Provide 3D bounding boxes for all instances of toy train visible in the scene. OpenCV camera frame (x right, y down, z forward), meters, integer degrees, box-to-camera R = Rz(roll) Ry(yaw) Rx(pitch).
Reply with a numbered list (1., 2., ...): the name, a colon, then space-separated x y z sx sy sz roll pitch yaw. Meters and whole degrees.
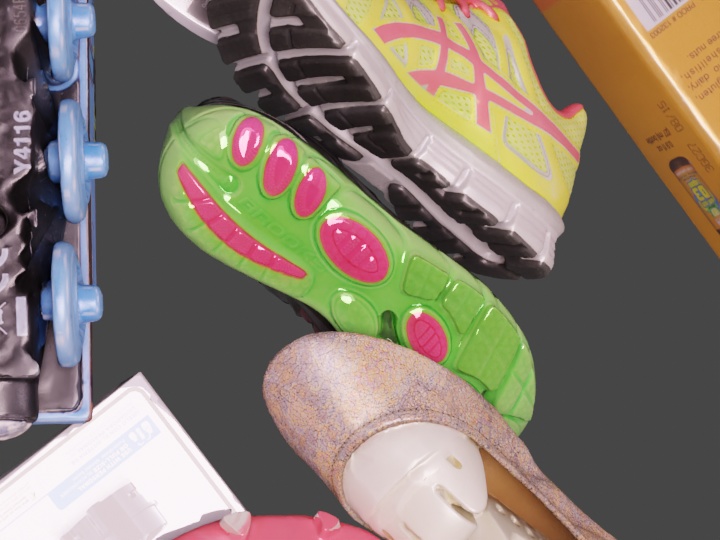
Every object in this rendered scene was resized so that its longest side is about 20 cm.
1. toy train: -0.136 -0.033 0.941 0.086 0.114 0.201 -2 81 -1

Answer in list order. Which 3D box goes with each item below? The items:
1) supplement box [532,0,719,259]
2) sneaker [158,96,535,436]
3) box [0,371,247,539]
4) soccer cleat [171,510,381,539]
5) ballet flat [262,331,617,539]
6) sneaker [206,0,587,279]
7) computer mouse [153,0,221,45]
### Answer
1. supplement box: 0.153 -0.068 1.032 0.069 0.067 0.200 -35 92 -16
2. sneaker: 0.000 0.000 0.988 0.077 0.084 0.200 -38 112 9
3. box: -0.071 0.153 0.967 0.116 0.060 0.200 -37 92 -12
4. soccer cleat: -0.076 0.144 0.911 0.199 0.077 0.067 -16 57 -27
5. ballet flat: 0.045 0.094 0.958 0.200 0.067 0.068 36 109 -27
6. sneaker: 0.019 -0.085 0.991 0.200 0.078 0.091 43 66 -33
7. computer mouse: -0.102 -0.158 0.997 0.200 0.044 0.110 37 83 -12
